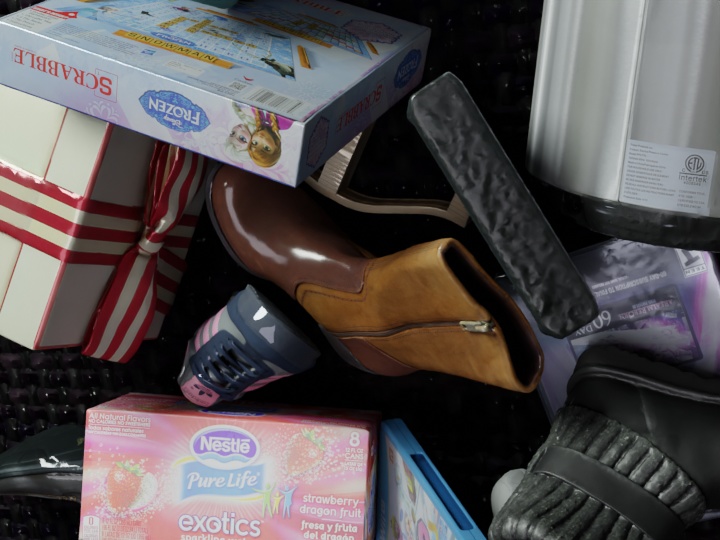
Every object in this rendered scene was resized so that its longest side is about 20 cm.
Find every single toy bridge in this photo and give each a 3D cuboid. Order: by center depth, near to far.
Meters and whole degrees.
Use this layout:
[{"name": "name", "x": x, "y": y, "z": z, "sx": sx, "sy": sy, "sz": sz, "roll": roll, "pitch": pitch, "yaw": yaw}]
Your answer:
[{"name": "toy bridge", "x": -0.010, "y": -0.082, "z": 0.814, "sx": 0.199, "sy": 0.027, "sz": 0.068, "roll": 30, "pitch": 116, "yaw": 10}]

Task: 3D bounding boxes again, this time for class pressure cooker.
[{"name": "pressure cooker", "x": 0.182, "y": -0.124, "z": 0.632, "sx": 0.174, "sy": 0.179, "sz": 0.203, "roll": -2, "pitch": 108, "yaw": -20}]

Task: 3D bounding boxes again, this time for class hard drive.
[{"name": "hard drive", "x": 0.075, "y": -0.042, "z": 0.672, "sx": 0.033, "sy": 0.200, "sz": 0.140, "roll": -32, "pitch": 94, "yaw": 8}]

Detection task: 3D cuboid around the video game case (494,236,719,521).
[{"name": "video game case", "x": 0.188, "y": 0.074, "z": 0.789, "sx": 0.142, "sy": 0.019, "sz": 0.202, "roll": -18, "pitch": 98, "yaw": 27}]

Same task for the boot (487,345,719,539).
[{"name": "boot", "x": 0.194, "y": 0.143, "z": 0.705, "sx": 0.209, "sy": 0.158, "sz": 0.080, "roll": 14, "pitch": 138, "yaw": 22}]

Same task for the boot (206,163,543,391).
[{"name": "boot", "x": 0.000, "y": 0.000, "z": 0.734, "sx": 0.189, "sy": 0.068, "sz": 0.199, "roll": 56, "pitch": 159, "yaw": -15}]

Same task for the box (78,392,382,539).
[{"name": "box", "x": -0.087, "y": 0.144, "z": 0.843, "sx": 0.197, "sy": 0.103, "sz": 0.096, "roll": 3, "pitch": 91, "yaw": 7}]

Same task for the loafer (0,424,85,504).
[{"name": "loafer", "x": -0.222, "y": 0.166, "z": 0.961, "sx": 0.198, "sy": 0.073, "sz": 0.073, "roll": -11, "pitch": 107, "yaw": 26}]

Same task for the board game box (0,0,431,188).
[{"name": "board game box", "x": -0.082, "y": -0.132, "z": 0.731, "sx": 0.198, "sy": 0.200, "sz": 0.042, "roll": 21, "pitch": 122, "yaw": 16}]

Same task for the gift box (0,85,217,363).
[{"name": "gift box", "x": -0.197, "y": -0.056, "z": 0.821, "sx": 0.185, "sy": 0.200, "sz": 0.187, "roll": 23, "pitch": 101, "yaw": 18}]

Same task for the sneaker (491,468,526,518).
[{"name": "sneaker", "x": 0.124, "y": 0.240, "z": 0.840, "sx": 0.099, "sy": 0.078, "sz": 0.202, "roll": -20, "pitch": 91, "yaw": 43}]

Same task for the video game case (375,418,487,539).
[{"name": "video game case", "x": 0.047, "y": 0.204, "z": 0.765, "sx": 0.018, "sy": 0.200, "sz": 0.145, "roll": -5, "pitch": 111, "yaw": -16}]

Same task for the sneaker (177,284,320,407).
[{"name": "sneaker", "x": -0.080, "y": 0.061, "z": 0.794, "sx": 0.070, "sy": 0.200, "sz": 0.082, "roll": 44, "pitch": 79, "yaw": -4}]

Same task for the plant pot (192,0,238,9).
[{"name": "plant pot", "x": -0.113, "y": -0.268, "z": 0.700, "sx": 0.141, "sy": 0.141, "sz": 0.202, "roll": -33, "pitch": 74, "yaw": 28}]
